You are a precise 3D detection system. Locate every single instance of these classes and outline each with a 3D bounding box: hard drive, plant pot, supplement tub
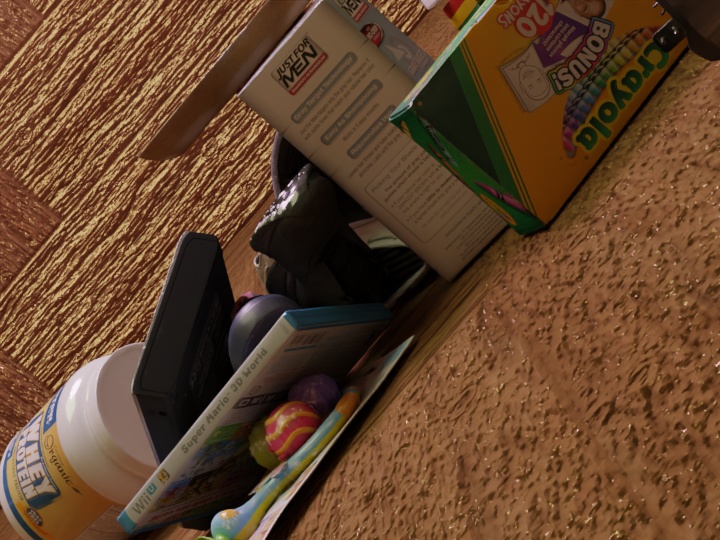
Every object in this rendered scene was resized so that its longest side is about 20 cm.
[{"bbox_3d":[-0.119,0.086,1.461,0.200,0.033,0.140,80,-160,-55],"label":"hard drive"},{"bbox_3d":[-0.097,-0.156,1.513,0.200,0.027,0.200,-50,8,9],"label":"plant pot"},{"bbox_3d":[-0.224,0.163,1.770,0.200,0.145,0.145,-43,10,45],"label":"supplement tub"}]

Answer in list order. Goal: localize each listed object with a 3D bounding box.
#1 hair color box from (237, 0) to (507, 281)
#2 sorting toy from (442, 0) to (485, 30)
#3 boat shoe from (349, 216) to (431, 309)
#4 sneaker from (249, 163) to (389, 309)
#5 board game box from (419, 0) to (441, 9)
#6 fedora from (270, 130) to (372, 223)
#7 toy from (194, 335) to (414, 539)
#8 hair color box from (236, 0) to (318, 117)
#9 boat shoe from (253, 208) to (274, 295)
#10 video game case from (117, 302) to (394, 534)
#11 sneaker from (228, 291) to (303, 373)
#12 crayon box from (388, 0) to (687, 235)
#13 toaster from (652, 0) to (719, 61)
[{"bbox_3d":[0.024,-0.098,1.380,0.099,0.200,0.061,-45,8,26],"label":"hair color box"},{"bbox_3d":[0.162,-0.273,1.790,0.200,0.070,0.199,-38,-1,-43],"label":"sorting toy"},{"bbox_3d":[0.000,0.000,1.526,0.200,0.074,0.067,-40,9,49],"label":"boat shoe"},{"bbox_3d":[-0.021,-0.011,1.409,0.076,0.091,0.200,-53,-14,-10],"label":"sneaker"},{"bbox_3d":[0.136,-0.320,1.770,0.126,0.035,0.200,-38,-2,-37],"label":"board game box"},{"bbox_3d":[0.012,-0.087,1.731,0.090,0.178,0.200,-12,2,-41],"label":"fedora"},{"bbox_3d":[-0.051,0.118,1.331,0.200,0.047,0.115,-55,10,-35],"label":"toy"},{"bbox_3d":[0.008,-0.112,1.551,0.061,0.200,0.102,-46,8,33],"label":"hair color box"},{"bbox_3d":[-0.051,-0.002,1.695,0.075,0.068,0.200,-33,-18,-25],"label":"boat shoe"},{"bbox_3d":[-0.072,0.102,1.383,0.200,0.018,0.143,-51,-20,20],"label":"video game case"},{"bbox_3d":[-0.072,0.046,1.420,0.070,0.082,0.200,-41,-18,-6],"label":"sneaker"},{"bbox_3d":[0.127,-0.137,1.287,0.200,0.119,0.058,-52,7,-12],"label":"crayon box"},{"bbox_3d":[0.220,-0.210,1.125,0.129,0.114,0.200,-42,8,31],"label":"toaster"}]
